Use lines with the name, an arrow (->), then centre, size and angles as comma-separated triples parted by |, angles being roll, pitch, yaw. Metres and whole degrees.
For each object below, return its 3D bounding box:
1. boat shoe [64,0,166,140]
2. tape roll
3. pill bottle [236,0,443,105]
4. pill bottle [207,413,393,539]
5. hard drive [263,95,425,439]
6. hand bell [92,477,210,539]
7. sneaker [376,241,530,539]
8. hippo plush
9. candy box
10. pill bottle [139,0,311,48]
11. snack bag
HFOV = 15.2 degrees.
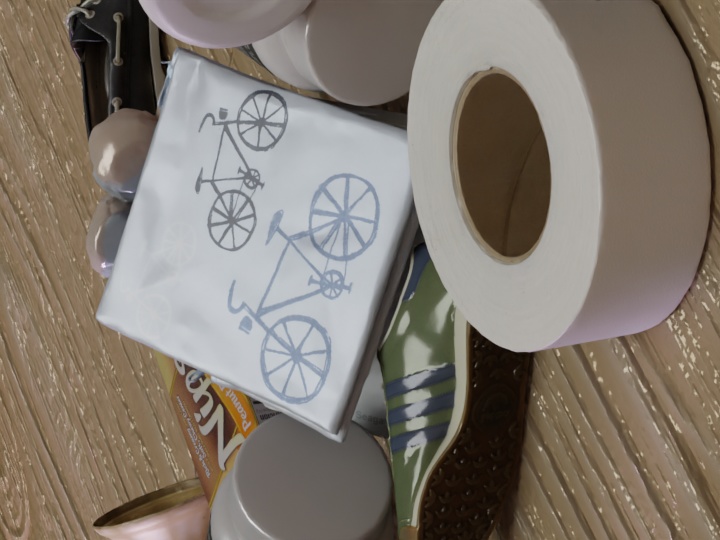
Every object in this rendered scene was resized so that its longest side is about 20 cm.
boat shoe -> -0.185, -0.168, 1.982 | 0.074, 0.060, 0.200 | -16, 84, 63
tape roll -> 0.103, -0.060, 1.440 | 0.202, 0.071, 0.203 | 28, 122, 58
pill bottle -> -0.035, -0.175, 1.629 | 0.200, 0.114, 0.114 | 39, 131, 53
pill bottle -> -0.040, 0.178, 1.686 | 0.200, 0.114, 0.114 | 103, 148, -57
hard drive -> 0.000, 0.000, 1.647 | 0.132, 0.026, 0.200 | 12, 110, 31
hand bell -> -0.112, 0.259, 1.965 | 0.104, 0.104, 0.200 | -9, 102, 63
sneaker -> 0.047, 0.074, 1.588 | 0.090, 0.067, 0.200 | 34, 120, 48
hippo plush -> -0.083, -0.062, 1.757 | 0.161, 0.200, 0.159 | -101, 35, -72
candy box -> -0.096, 0.054, 1.877 | 0.200, 0.055, 0.115 | 67, 150, 25
pill bottle -> -0.095, -0.224, 1.543 | 0.200, 0.112, 0.112 | -114, 29, -48
snack bag -> -0.061, -0.018, 1.619 | 0.200, 0.021, 0.189 | 22, 99, 29
